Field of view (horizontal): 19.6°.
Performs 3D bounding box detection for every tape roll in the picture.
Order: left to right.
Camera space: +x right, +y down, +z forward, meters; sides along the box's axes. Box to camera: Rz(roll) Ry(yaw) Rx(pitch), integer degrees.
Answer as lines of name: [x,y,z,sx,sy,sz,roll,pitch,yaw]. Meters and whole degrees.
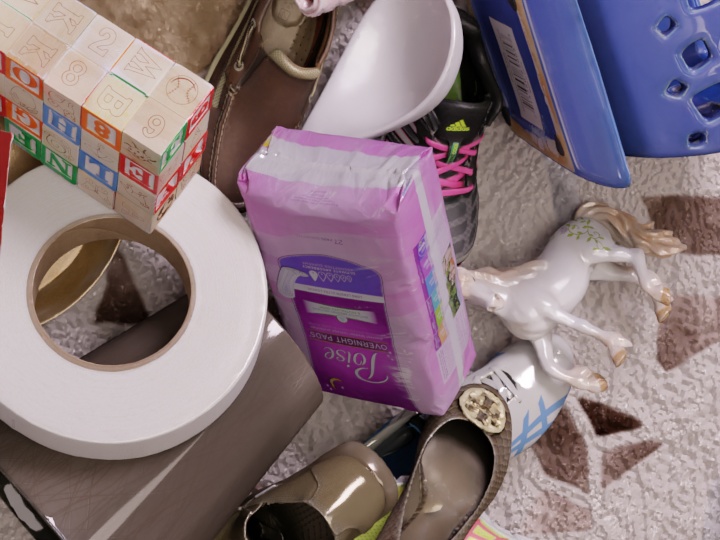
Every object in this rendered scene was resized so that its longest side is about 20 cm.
tape roll: [-0.159,0.020,1.327,0.201,0.037,0.204,3,66,-6]

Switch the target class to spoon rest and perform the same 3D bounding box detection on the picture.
spoon rest: [0.005,-0.106,1.396,0.060,0.100,0.201,8,124,-39]

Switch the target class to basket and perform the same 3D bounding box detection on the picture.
basket: [-0.133,0.111,1.379,0.200,0.136,0.180,-40,81,-16]

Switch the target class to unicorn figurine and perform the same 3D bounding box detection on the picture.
unicorn figurine: [0.140,0.016,1.485,0.137,0.074,0.200,38,42,12]

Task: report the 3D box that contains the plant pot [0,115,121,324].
plant pot: [-0.249,-0.057,1.371,0.199,0.027,0.202,-2,97,-20]

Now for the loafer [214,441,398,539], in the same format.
loafer: [-0.057,0.180,1.395,0.076,0.200,0.067,51,40,8]

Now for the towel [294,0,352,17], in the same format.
towel: [-0.008,-0.281,1.373,0.200,0.032,0.192,-33,111,-53]

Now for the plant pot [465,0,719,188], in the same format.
plant pot: [0.180,-0.175,1.423,0.179,0.200,0.201,-24,112,-9]

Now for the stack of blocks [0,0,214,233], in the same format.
stack of blocks: [-0.193,-0.120,1.297,0.199,0.115,0.059,33,66,5]

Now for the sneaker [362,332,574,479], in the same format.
sneaker: [0.073,0.110,1.481,0.200,0.073,0.072,-36,71,-12]

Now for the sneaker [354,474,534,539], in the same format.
sneaker: [0.071,0.207,1.428,0.199,0.090,0.078,22,111,-15]

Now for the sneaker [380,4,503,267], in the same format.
sneaker: [0.056,-0.095,1.447,0.073,0.087,0.201,-5,99,-20]

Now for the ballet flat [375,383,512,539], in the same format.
ballet flat: [0.053,0.150,1.394,0.067,0.046,0.200,31,55,3]

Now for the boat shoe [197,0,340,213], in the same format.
boat shoe: [-0.061,-0.135,1.406,0.074,0.075,0.204,15,91,-21]

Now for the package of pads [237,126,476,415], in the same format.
package of pads: [0.000,0.000,1.378,0.076,0.120,0.201,-59,149,-37]

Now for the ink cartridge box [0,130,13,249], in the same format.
ink cartridge box: [-0.257,-0.011,1.252,0.050,0.200,0.162,4,95,-20]
